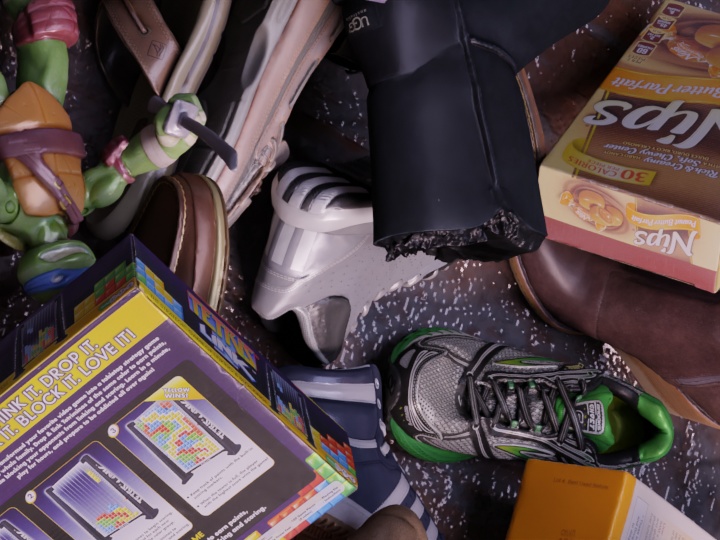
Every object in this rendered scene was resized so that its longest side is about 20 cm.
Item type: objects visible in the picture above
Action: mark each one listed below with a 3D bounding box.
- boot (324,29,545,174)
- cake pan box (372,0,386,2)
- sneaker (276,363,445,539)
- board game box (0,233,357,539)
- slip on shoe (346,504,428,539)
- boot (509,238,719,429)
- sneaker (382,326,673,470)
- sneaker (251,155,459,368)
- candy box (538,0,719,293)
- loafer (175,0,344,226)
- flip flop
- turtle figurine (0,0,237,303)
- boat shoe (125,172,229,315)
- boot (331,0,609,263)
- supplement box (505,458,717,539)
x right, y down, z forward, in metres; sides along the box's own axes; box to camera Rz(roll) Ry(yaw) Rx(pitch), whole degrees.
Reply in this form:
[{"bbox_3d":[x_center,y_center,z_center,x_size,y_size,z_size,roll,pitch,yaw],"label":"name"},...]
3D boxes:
[{"bbox_3d":[0.022,-0.121,1.660,0.097,0.075,0.200,-35,97,-28],"label":"boot"},{"bbox_3d":[-0.057,-0.243,1.495,0.200,0.052,0.184,9,78,-10],"label":"cake pan box"},{"bbox_3d":[0.005,0.123,1.625,0.200,0.070,0.109,39,44,-45],"label":"sneaker"},{"bbox_3d":[-0.130,0.103,1.454,0.200,0.057,0.165,-38,117,15],"label":"board game box"},{"bbox_3d":[0.010,0.204,1.576,0.200,0.076,0.061,84,25,-46],"label":"slip on shoe"},{"bbox_3d":[0.194,0.019,1.717,0.200,0.166,0.072,45,62,-27],"label":"boot"},{"bbox_3d":[0.097,0.074,1.690,0.200,0.085,0.078,8,82,-37],"label":"sneaker"},{"bbox_3d":[0.000,0.000,1.642,0.200,0.075,0.116,2,114,-54],"label":"sneaker"},{"bbox_3d":[0.194,-0.077,1.725,0.200,0.115,0.055,-51,152,-46],"label":"candy box"},{"bbox_3d":[-0.053,-0.084,1.572,0.063,0.072,0.200,25,86,-24],"label":"loafer"},{"bbox_3d":[-0.116,-0.114,1.552,0.058,0.081,0.200,21,79,-20],"label":"flip flop"},{"bbox_3d":[-0.153,-0.094,1.453,0.144,0.200,0.194,-18,73,-7],"label":"turtle figurine"},{"bbox_3d":[-0.124,0.043,1.502,0.068,0.072,0.200,15,100,-31],"label":"boat shoe"},{"bbox_3d":[0.073,-0.089,1.586,0.200,0.076,0.168,-6,83,-43],"label":"boot"},{"bbox_3d":[0.155,0.204,1.703,0.200,0.073,0.126,39,64,-47],"label":"supplement box"}]
